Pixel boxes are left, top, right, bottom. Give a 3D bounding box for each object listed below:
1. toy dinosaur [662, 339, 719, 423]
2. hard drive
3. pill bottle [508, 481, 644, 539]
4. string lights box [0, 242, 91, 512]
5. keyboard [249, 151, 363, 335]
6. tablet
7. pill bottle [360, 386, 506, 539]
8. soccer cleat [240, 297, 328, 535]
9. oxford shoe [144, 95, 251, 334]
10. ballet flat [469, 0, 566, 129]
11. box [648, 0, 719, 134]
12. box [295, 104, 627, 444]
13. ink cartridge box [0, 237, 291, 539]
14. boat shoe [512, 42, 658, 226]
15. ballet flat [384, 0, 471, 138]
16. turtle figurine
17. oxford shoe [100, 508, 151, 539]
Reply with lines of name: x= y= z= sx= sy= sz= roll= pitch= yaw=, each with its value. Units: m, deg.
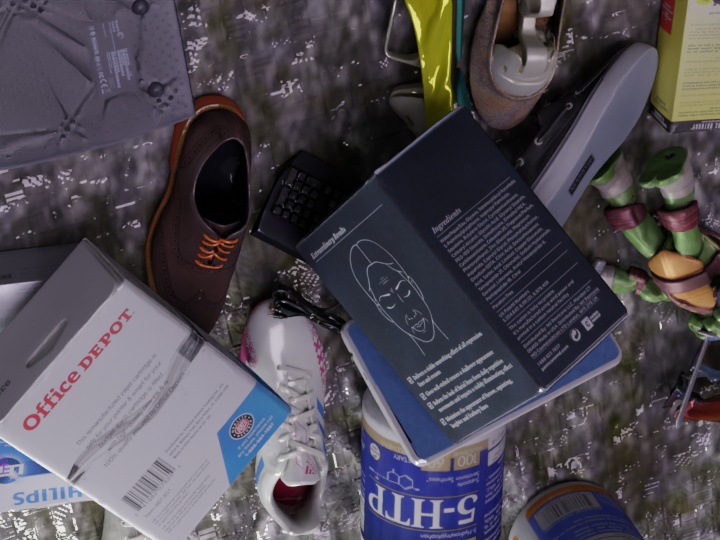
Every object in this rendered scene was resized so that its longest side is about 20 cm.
toy dinosaur: x=0.354 y=0.135 z=1.728 sx=0.181 sy=0.200 sz=0.105 roll=28 pitch=125 yaw=4
hard drive: x=-0.227 y=-0.148 z=1.446 sx=0.199 sy=0.042 sz=0.136 roll=-15 pitch=119 yaw=-11
pill bottle: x=0.209 y=0.277 z=1.714 sx=0.111 sy=0.200 sz=0.113 roll=-8 pitch=119 yaw=-14
string lights box: x=-0.256 y=0.086 z=1.546 sx=0.102 sy=0.059 sz=0.201 roll=-6 pitch=118 yaw=-15
keyboard: x=0.000 y=0.000 z=1.592 sx=0.199 sy=0.021 sz=0.128 roll=26 pitch=90 yaw=-27
tablet: x=0.097 y=0.058 z=1.597 sx=0.199 sy=0.014 sz=0.131 roll=-26 pitch=77 yaw=-18
pill bottle: x=0.059 y=0.190 z=1.668 sx=0.119 sy=0.120 sz=0.201 roll=-7 pitch=118 yaw=-14
soccer cleat: x=-0.052 y=0.121 z=1.615 sx=0.069 sy=0.086 sz=0.201 roll=-10 pitch=119 yaw=-13
oxford shoe: x=-0.121 y=-0.027 z=1.525 sx=0.071 sy=0.073 sz=0.201 roll=-1 pitch=117 yaw=-18
ballet flat: x=0.126 y=-0.192 z=1.525 sx=0.068 sy=0.067 sz=0.201 roll=-2 pitch=117 yaw=-17
box: x=0.277 y=-0.209 z=1.577 sx=0.075 sy=0.050 sz=0.201 roll=-6 pitch=118 yaw=-15
box: x=0.073 y=0.006 z=1.502 sx=0.107 sy=0.148 sz=0.200 roll=-39 pitch=91 yaw=-32
ink cartridge box: x=-0.173 y=0.094 z=1.500 sx=0.145 sy=0.084 sz=0.200 roll=-49 pitch=129 yaw=0
boat shoe: x=0.159 y=-0.103 z=1.579 sx=0.201 sy=0.066 sz=0.070 roll=-57 pitch=153 yaw=-7
ballet flat: x=0.053 y=-0.152 z=1.532 sx=0.067 sy=0.067 sz=0.201 roll=-2 pitch=116 yaw=7
turtle figurine: x=0.233 y=0.009 z=1.620 sx=0.199 sy=0.144 sz=0.195 roll=-29 pitch=117 yaw=-6
oxford shoe: x=-0.177 y=0.192 z=1.629 sx=0.075 sy=0.058 sz=0.201 roll=4 pitch=113 yaw=-17
